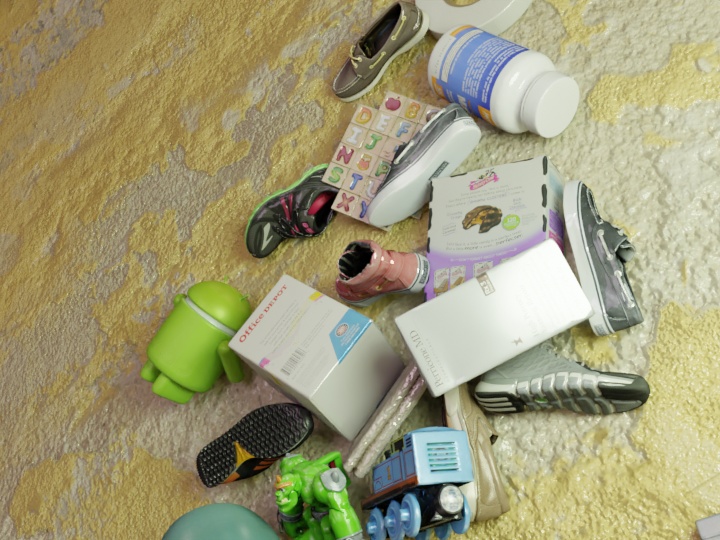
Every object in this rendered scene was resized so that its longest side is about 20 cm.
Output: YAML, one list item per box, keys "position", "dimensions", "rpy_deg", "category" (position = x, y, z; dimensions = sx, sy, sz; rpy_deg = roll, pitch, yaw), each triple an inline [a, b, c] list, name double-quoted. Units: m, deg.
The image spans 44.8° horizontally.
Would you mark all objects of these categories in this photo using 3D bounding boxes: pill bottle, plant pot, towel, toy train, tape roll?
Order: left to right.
- position: [-0.173, 0.393, 1.092]
  dimensions: [0.200, 0.200, 0.161]
  rpy_deg: [-40, 39, 13]
  category: "plant pot"
- position: [0.046, 0.167, 1.082]
  dimensions: [0.034, 0.133, 0.200]
  rpy_deg: [35, 90, 2]
  category: "towel"
- position: [0.062, 0.252, 1.002]
  dimensions: [0.200, 0.086, 0.115]
  rpy_deg: [130, 139, -60]
  category: "toy train"
- position: [0.177, -0.438, 1.335]
  dimensions: [0.202, 0.037, 0.204]
  rpy_deg: [-15, 61, 29]
  category: "tape roll"
- position: [0.194, -0.253, 1.185]
  dimensions: [0.112, 0.112, 0.200]
  rpy_deg: [-53, 49, 2]
  category: "pill bottle"

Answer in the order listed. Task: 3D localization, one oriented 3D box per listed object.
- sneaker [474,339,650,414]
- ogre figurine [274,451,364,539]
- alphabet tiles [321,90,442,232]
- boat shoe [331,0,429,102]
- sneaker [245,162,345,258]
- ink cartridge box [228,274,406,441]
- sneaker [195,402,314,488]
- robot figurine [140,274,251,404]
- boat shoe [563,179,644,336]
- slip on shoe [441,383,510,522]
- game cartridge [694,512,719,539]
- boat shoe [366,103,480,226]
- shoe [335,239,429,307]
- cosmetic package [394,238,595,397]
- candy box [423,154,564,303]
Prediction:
- position: [0.233, 0.102, 1.015]
  dimensions: [0.199, 0.075, 0.116]
  rpy_deg: [-4, 53, 25]
  category: "sneaker"
- position: [-0.054, 0.293, 1.079]
  dimensions: [0.098, 0.200, 0.120]
  rpy_deg: [-11, 94, -10]
  category: "ogre figurine"
- position: [0.042, -0.162, 1.282]
  dimensions: [0.166, 0.006, 0.201]
  rpy_deg: [23, 83, 20]
  category: "alphabet tiles"
- position: [0.018, -0.343, 1.368]
  dimensions: [0.200, 0.059, 0.072]
  rpy_deg: [-37, 55, 32]
  category: "boat shoe"
- position: [-0.098, -0.083, 1.336]
  dimensions: [0.200, 0.077, 0.084]
  rpy_deg: [-39, 47, 16]
  category: "sneaker"
- position: [-0.066, 0.109, 1.174]
  dimensions: [0.200, 0.125, 0.129]
  rpy_deg: [27, 71, 41]
  category: "ink cartridge box"
- position: [-0.131, 0.233, 1.196]
  dimensions: [0.200, 0.090, 0.070]
  rpy_deg: [-32, 71, 25]
  category: "sneaker"
- position: [-0.243, 0.102, 1.324]
  dimensions: [0.200, 0.116, 0.175]
  rpy_deg: [-55, 45, 1]
  category: "robot figurine"
- position: [0.290, -0.024, 1.033]
  dimensions: [0.068, 0.072, 0.201]
  rpy_deg: [-19, 58, 25]
  category: "boat shoe"
- position: [0.134, 0.198, 1.046]
  dimensions: [0.060, 0.076, 0.201]
  rpy_deg: [-6, 56, -1]
  category: "slip on shoe"
- position: [0.433, 0.265, 0.819]
  dimensions: [0.199, 0.038, 0.130]
  rpy_deg: [-26, 52, 23]
  category: "game cartridge"
- position: [0.076, -0.146, 1.206]
  dimensions: [0.200, 0.072, 0.068]
  rpy_deg: [-47, 53, 24]
  category: "boat shoe"
- position: [0.000, 0.000, 1.175]
  dimensions: [0.200, 0.091, 0.072]
  rpy_deg: [-11, 64, 58]
  category: "shoe"
- position: [0.147, 0.055, 0.982]
  dimensions: [0.199, 0.074, 0.102]
  rpy_deg: [-29, 81, -1]
  category: "cosmetic package"
- position: [0.172, -0.032, 1.120]
  dimensions: [0.167, 0.071, 0.201]
  rpy_deg: [-9, 64, 32]
  category: "candy box"
